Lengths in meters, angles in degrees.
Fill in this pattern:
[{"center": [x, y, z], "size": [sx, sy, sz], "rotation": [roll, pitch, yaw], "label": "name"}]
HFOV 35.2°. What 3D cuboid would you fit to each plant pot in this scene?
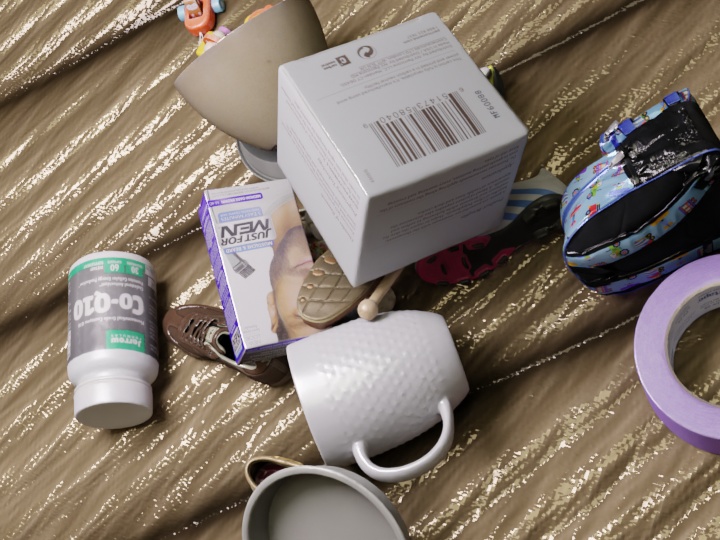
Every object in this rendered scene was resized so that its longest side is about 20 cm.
[{"center": [-0.112, -0.231, 1.420], "size": [0.200, 0.200, 0.135], "rotation": [-34, 95, 4], "label": "plant pot"}]

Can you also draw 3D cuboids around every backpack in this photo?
[{"center": [0.305, -0.071, 1.218], "size": [0.199, 0.182, 0.135], "rotation": [-32, 50, 19], "label": "backpack"}]

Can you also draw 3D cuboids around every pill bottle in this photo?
[{"center": [-0.309, 0.088, 1.422], "size": [0.112, 0.113, 0.201], "rotation": [-15, 62, 15], "label": "pill bottle"}]

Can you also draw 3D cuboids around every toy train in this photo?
[{"center": [-0.179, -0.361, 1.608], "size": [0.198, 0.056, 0.151], "rotation": [-6, 65, 20], "label": "toy train"}]

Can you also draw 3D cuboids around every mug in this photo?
[{"center": [0.031, 0.140, 1.236], "size": [0.174, 0.148, 0.201], "rotation": [-21, 49, 1], "label": "mug"}]

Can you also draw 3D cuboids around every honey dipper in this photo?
[{"center": [0.051, -0.017, 1.274], "size": [0.038, 0.038, 0.200], "rotation": [15, 47, 27], "label": "honey dipper"}]

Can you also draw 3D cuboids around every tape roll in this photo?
[{"center": [0.386, 0.086, 1.170], "size": [0.198, 0.066, 0.202], "rotation": [-9, 63, 18], "label": "tape roll"}]

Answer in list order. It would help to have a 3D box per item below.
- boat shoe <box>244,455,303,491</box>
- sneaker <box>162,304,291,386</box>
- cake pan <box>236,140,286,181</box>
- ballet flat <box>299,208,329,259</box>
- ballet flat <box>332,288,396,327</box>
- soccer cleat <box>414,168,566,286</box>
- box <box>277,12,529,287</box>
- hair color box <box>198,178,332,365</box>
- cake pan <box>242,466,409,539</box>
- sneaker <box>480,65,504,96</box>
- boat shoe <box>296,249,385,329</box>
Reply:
[{"center": [-0.048, 0.263, 1.263], "size": [0.199, 0.066, 0.074], "rotation": [18, 74, 28], "label": "boat shoe"}, {"center": [-0.171, 0.078, 1.392], "size": [0.199, 0.076, 0.071], "rotation": [18, 75, 27], "label": "sneaker"}, {"center": [-0.083, -0.210, 1.511], "size": [0.199, 0.037, 0.202], "rotation": [-9, 64, 18], "label": "cake pan"}, {"center": [-0.073, -0.048, 1.418], "size": [0.198, 0.064, 0.076], "rotation": [-15, 61, 14], "label": "ballet flat"}, {"center": [-0.052, 0.030, 1.377], "size": [0.198, 0.057, 0.067], "rotation": [4, 69, 24], "label": "ballet flat"}, {"center": [0.153, -0.051, 1.335], "size": [0.199, 0.070, 0.087], "rotation": [-26, 38, 11], "label": "soccer cleat"}, {"center": [0.038, -0.131, 1.227], "size": [0.198, 0.172, 0.201], "rotation": [-23, 61, -19], "label": "box"}, {"center": [-0.113, -0.001, 1.327], "size": [0.108, 0.065, 0.201], "rotation": [-10, 72, -20], "label": "hair color box"}, {"center": [-0.030, 0.292, 1.192], "size": [0.199, 0.037, 0.202], "rotation": [8, 109, 24], "label": "cake pan"}, {"center": [0.112, -0.160, 1.400], "size": [0.084, 0.074, 0.201], "rotation": [9, 66, 40], "label": "sneaker"}, {"center": [0.000, 0.000, 1.303], "size": [0.072, 0.068, 0.200], "rotation": [24, 55, 22], "label": "boat shoe"}]
